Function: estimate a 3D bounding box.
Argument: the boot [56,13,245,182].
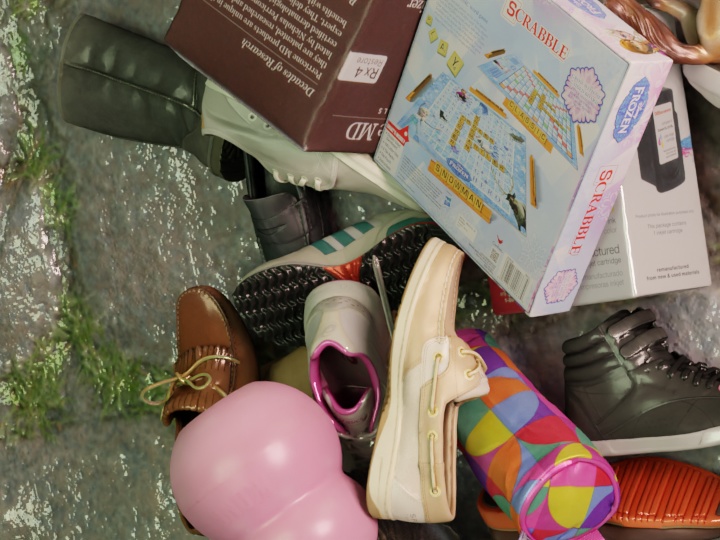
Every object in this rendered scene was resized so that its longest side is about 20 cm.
[{"bbox_3d":[-0.159,-0.178,1.610,0.200,0.073,0.182,29,107,37],"label":"boot"}]

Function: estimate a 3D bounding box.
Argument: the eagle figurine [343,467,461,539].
[{"bbox_3d":[0.027,0.246,1.457,0.152,0.151,0.200,-48,61,17],"label":"eagle figurine"}]

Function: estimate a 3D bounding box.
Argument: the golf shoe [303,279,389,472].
[{"bbox_3d":[-0.002,0.110,1.433,0.075,0.092,0.200,-13,114,13],"label":"golf shoe"}]

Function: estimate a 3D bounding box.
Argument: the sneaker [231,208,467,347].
[{"bbox_3d":[0.000,0.000,1.488,0.200,0.093,0.070,-19,102,27],"label":"sneaker"}]

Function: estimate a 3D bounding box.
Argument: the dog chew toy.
[{"bbox_3d":[-0.046,0.179,1.368,0.125,0.125,0.200,-39,82,31],"label":"dog chew toy"}]

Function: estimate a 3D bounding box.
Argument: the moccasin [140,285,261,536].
[{"bbox_3d":[-0.125,0.110,1.530,0.074,0.078,0.201,-8,77,37],"label":"moccasin"}]

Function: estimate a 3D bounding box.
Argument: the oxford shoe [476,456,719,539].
[{"bbox_3d":[0.186,0.183,1.403,0.200,0.071,0.073,-3,120,32],"label":"oxford shoe"}]

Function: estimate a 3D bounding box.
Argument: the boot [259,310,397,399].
[{"bbox_3d":[-0.020,0.129,1.531,0.200,0.066,0.175,-24,80,32],"label":"boot"}]

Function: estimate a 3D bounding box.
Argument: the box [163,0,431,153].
[{"bbox_3d":[-0.005,-0.211,1.428,0.164,0.166,0.200,38,113,30],"label":"box"}]

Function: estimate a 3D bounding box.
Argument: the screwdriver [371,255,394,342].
[{"bbox_3d":[0.035,0.085,1.406,0.028,0.029,0.200,-13,92,16],"label":"screwdriver"}]

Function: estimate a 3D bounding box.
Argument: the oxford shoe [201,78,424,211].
[{"bbox_3d":[-0.036,-0.087,1.467,0.200,0.075,0.058,27,100,13],"label":"oxford shoe"}]

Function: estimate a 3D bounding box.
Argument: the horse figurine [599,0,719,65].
[{"bbox_3d":[0.259,-0.195,1.291,0.200,0.050,0.133,-32,77,-2],"label":"horse figurine"}]

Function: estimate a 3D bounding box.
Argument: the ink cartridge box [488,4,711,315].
[{"bbox_3d":[0.155,-0.076,1.364,0.146,0.083,0.200,-10,88,51],"label":"ink cartridge box"}]

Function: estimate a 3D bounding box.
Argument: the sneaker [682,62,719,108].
[{"bbox_3d":[0.289,-0.084,1.295,0.200,0.073,0.085,36,130,36],"label":"sneaker"}]

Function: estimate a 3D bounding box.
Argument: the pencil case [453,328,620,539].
[{"bbox_3d":[0.108,0.122,1.387,0.088,0.088,0.200,-65,34,20],"label":"pencil case"}]

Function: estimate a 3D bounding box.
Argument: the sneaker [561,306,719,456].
[{"bbox_3d":[0.219,0.072,1.354,0.200,0.071,0.099,-11,92,39],"label":"sneaker"}]

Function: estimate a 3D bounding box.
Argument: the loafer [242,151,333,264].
[{"bbox_3d":[-0.064,-0.050,1.542,0.068,0.070,0.201,-4,91,41],"label":"loafer"}]

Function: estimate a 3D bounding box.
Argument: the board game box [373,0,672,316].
[{"bbox_3d":[0.104,-0.107,1.320,0.200,0.041,0.200,48,131,38],"label":"board game box"}]

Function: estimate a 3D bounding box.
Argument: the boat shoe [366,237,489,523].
[{"bbox_3d":[0.056,0.079,1.348,0.069,0.074,0.200,10,91,14],"label":"boat shoe"}]
